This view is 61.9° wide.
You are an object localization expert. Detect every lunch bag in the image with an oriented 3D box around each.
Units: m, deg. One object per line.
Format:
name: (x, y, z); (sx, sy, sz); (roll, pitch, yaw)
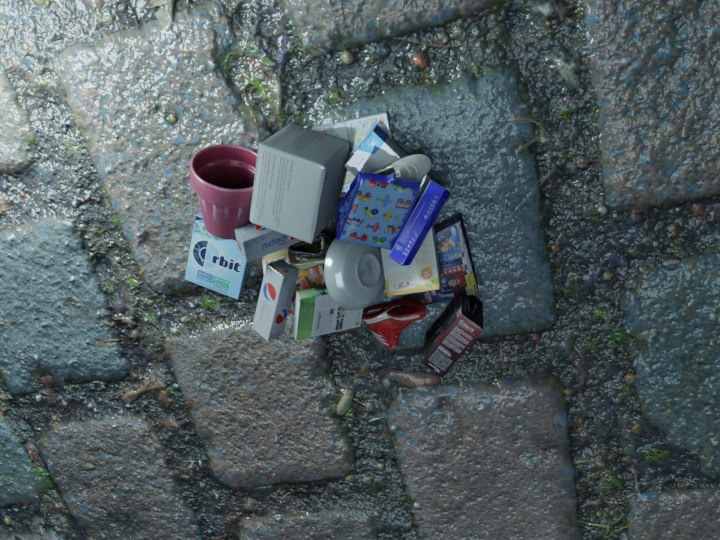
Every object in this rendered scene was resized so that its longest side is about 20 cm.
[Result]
lunch bag: (0.040, -0.149, 1.372); (0.146, 0.096, 0.201); (9, 146, -16)

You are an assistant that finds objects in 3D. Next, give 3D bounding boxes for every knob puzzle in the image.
knob puzzle: (-0.180, 0.034, 1.619); (0.213, 0.030, 0.227); (-2, 85, 18)

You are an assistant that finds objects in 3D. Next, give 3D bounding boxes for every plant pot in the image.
plant pot: (-0.334, -0.189, 1.527); (0.195, 0.202, 0.182); (17, 131, 2)

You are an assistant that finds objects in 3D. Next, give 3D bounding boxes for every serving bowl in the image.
serving bowl: (0.000, 0.000, 1.525); (0.065, 0.199, 0.205); (0, 119, 46)

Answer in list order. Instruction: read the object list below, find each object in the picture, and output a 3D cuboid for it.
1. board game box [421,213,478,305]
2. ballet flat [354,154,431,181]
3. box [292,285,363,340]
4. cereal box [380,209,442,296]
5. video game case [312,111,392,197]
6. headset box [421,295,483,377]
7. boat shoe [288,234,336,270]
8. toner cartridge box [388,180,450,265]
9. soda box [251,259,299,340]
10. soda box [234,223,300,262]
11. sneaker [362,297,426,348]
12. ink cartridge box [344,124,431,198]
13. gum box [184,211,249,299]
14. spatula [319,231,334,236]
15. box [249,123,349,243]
board game box: (0.190, -0.022, 1.558); (0.194, 0.062, 0.205); (-12, 110, 17)
ballet flat: (0.071, -0.212, 1.397); (0.195, 0.070, 0.071); (-15, 110, 16)
box: (-0.082, 0.105, 1.602); (0.195, 0.037, 0.147); (-10, 131, -26)
cereal box: (0.122, -0.046, 1.502); (0.140, 0.039, 0.207); (-7, 90, 19)
video game case: (-0.009, -0.286, 1.504); (0.194, 0.022, 0.187); (-8, 111, 14)
headset box: (0.248, 0.155, 1.575); (0.074, 0.149, 0.202); (33, 116, -5)
boat shoe: (-0.094, -0.058, 1.564); (0.195, 0.073, 0.067); (-15, 137, -3)
toner cartridge box: (0.141, -0.110, 1.423); (0.043, 0.095, 0.203); (31, 100, 12)
soda box: (-0.226, 0.078, 1.582); (0.067, 0.063, 0.204); (31, 119, 26)
soda box: (-0.218, -0.096, 1.537); (0.196, 0.064, 0.070); (-24, 135, -21)
sneaker: (0.109, 0.146, 1.637); (0.196, 0.079, 0.117); (-6, 125, 39)
ink cartridge box: (0.071, -0.236, 1.461); (0.199, 0.068, 0.116); (41, 115, -9)
gum box: (-0.391, -0.041, 1.671); (0.166, 0.045, 0.204); (20, 114, 2)
spatula: (-0.167, -0.094, 1.609); (0.194, 0.057, 0.021); (-4, 82, 5)
box: (-0.144, -0.214, 1.443); (0.167, 0.200, 0.205); (18, 120, 8)
